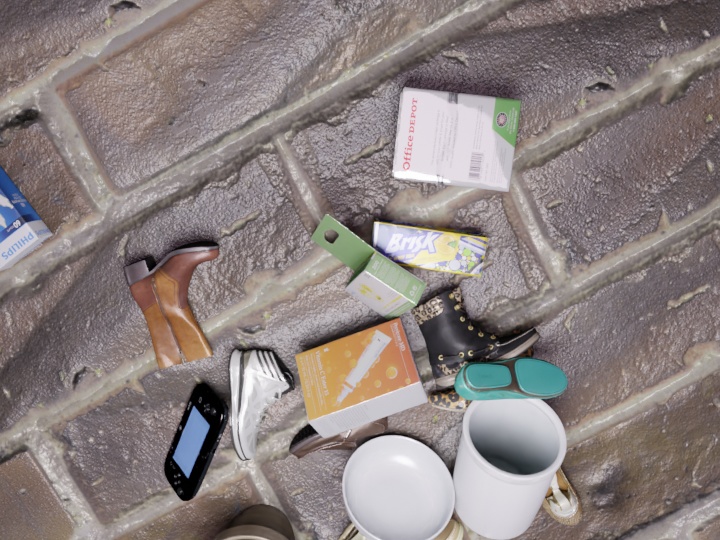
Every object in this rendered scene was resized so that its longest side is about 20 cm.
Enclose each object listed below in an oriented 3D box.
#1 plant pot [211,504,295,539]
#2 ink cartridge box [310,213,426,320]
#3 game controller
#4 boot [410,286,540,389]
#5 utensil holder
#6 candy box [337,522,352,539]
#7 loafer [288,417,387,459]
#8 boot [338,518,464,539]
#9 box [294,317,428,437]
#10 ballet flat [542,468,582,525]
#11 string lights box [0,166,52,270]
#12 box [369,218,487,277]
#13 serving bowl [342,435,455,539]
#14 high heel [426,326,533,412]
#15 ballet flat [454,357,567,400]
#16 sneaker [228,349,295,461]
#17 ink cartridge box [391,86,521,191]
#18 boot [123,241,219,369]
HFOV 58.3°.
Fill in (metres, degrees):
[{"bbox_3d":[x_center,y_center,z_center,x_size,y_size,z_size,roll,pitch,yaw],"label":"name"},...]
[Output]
[{"bbox_3d":[-0.186,0.520,1.156,0.195,0.174,0.205,0,99,1],"label":"plant pot"},{"bbox_3d":[0.000,0.000,1.081,0.198,0.145,0.048,33,70,-6],"label":"ink cartridge box"},{"bbox_3d":[-0.300,0.309,1.166,0.103,0.042,0.203,31,102,32],"label":"game controller"},{"bbox_3d":[0.193,0.100,1.113,0.197,0.073,0.153,-27,78,13],"label":"boot"},{"bbox_3d":[0.241,0.331,1.093,0.166,0.172,0.203,4,132,0],"label":"utensil holder"},{"bbox_3d":[0.040,0.500,1.212,0.116,0.057,0.201,37,96,-6],"label":"candy box"},{"bbox_3d":[-0.035,0.300,1.168,0.197,0.073,0.072,-24,98,4],"label":"loafer"},{"bbox_3d":[0.071,0.476,1.147,0.199,0.072,0.155,-41,95,7],"label":"boot"},{"bbox_3d":[0.002,0.186,1.110,0.196,0.098,0.126,-20,57,3],"label":"box"},{"bbox_3d":[0.355,0.400,1.189,0.070,0.065,0.202,-33,99,4],"label":"ballet flat"},{"bbox_3d":[-0.640,-0.111,1.107,0.102,0.059,0.202,-35,98,5],"label":"string lights box"},{"bbox_3d":[0.114,-0.041,1.114,0.195,0.064,0.072,8,100,-2],"label":"box"},{"bbox_3d":[0.062,0.392,1.120,0.195,0.202,0.067,8,134,-1],"label":"serving bowl"},{"bbox_3d":[0.213,0.177,1.159,0.195,0.071,0.146,-4,88,4],"label":"high heel"},{"bbox_3d":[0.238,0.179,1.050,0.196,0.070,0.069,4,66,-19],"label":"ballet flat"},{"bbox_3d":[-0.174,0.243,1.158,0.113,0.076,0.205,-1,97,2],"label":"sneaker"},{"bbox_3d":[0.154,-0.217,1.073,0.195,0.084,0.150,7,99,-1],"label":"ink cartridge box"},{"bbox_3d":[-0.304,0.062,1.132,0.185,0.069,0.204,-18,100,3],"label":"boot"}]
